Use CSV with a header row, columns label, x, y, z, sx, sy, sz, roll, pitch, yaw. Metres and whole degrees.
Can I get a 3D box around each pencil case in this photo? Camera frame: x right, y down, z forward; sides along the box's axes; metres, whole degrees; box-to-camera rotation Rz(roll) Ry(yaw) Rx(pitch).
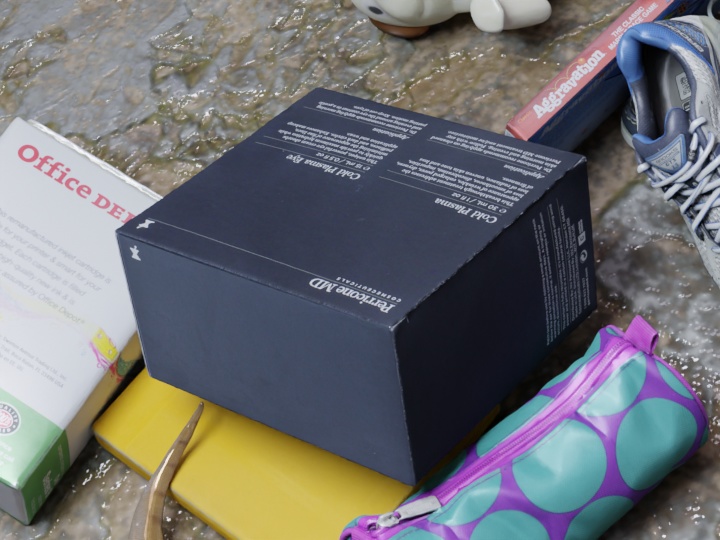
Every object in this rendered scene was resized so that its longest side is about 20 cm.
label,x,y,z,sx,sy,sz,roll,pitch,yaw
pencil case,0.088,0.115,0.969,0.199,0.093,0.085,-37,40,-12

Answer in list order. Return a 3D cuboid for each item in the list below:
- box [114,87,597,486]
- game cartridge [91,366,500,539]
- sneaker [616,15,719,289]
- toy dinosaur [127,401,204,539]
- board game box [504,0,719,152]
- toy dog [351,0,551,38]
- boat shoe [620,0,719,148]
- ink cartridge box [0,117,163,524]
label,x,y,z,sx,sy,sz,roll,pitch,yaw
box,0.000,0.000,1.009,0.199,0.105,0.182,18,41,36
game cartridge,-0.035,0.084,1.078,0.199,0.033,0.176,32,69,32
sneaker,0.194,-0.056,1.034,0.077,0.085,0.202,-37,62,37
toy dinosaur,-0.122,0.185,1.021,0.105,0.061,0.202,-10,63,-7
board game box,0.160,-0.128,1.119,0.019,0.103,0.200,43,75,13
toy dog,0.077,-0.235,1.208,0.198,0.140,0.195,-22,37,2
boat shoe,0.249,-0.139,1.121,0.198,0.062,0.075,-24,56,3
ink cartridge box,-0.206,0.028,1.112,0.144,0.088,0.201,30,68,8
